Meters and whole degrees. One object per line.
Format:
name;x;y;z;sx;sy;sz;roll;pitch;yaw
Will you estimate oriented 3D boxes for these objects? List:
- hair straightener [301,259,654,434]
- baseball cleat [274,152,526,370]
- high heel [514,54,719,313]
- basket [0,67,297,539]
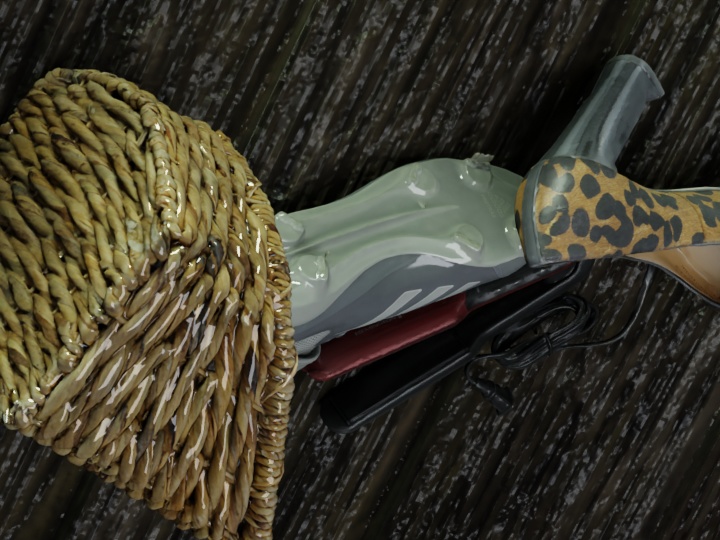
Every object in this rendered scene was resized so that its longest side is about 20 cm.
hair straightener;0.067;0.032;1.471;0.200;0.041;0.077;-28;122;-14
baseball cleat;0.000;0.000;1.413;0.200;0.070;0.106;-10;152;-33
high heel;0.154;0.008;1.423;0.200;0.071;0.143;50;47;-17
basket;-0.087;0.009;1.292;0.149;0.200;0.143;34;98;-30
